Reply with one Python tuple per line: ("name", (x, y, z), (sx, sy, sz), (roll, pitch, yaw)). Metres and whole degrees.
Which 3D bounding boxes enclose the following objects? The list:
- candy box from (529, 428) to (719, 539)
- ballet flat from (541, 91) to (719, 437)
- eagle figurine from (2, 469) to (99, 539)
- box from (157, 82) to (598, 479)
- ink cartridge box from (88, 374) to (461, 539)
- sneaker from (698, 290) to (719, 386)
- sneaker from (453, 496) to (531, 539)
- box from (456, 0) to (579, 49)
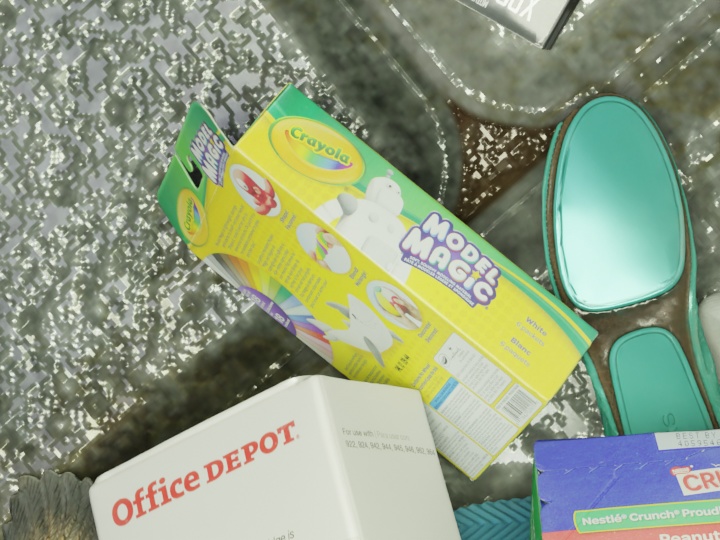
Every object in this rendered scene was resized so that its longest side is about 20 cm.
("candy box", (0.153, 0.162, 0.976), (0.168, 0.077, 0.201), (-3, 126, -2))
("ballet flat", (0.122, 0.023, 1.038), (0.067, 0.070, 0.201), (-12, 78, 0))
("eagle figurine", (-0.151, 0.214, 1.070), (0.150, 0.152, 0.201), (-27, 96, 29))
("box", (0.000, 0.000, 1.034), (0.200, 0.117, 0.048), (38, 64, 2))
("ink cartridge box", (-0.024, 0.164, 1.007), (0.145, 0.084, 0.201), (-27, 67, 32))
("sneaker", (0.236, 0.074, 1.039), (0.088, 0.075, 0.200), (-37, 73, -23))
("sneaker", (0.126, 0.148, 1.057), (0.198, 0.077, 0.081), (-2, 119, 3))
("box", (0.037, -0.215, 1.043), (0.199, 0.050, 0.158), (29, 98, 5))
